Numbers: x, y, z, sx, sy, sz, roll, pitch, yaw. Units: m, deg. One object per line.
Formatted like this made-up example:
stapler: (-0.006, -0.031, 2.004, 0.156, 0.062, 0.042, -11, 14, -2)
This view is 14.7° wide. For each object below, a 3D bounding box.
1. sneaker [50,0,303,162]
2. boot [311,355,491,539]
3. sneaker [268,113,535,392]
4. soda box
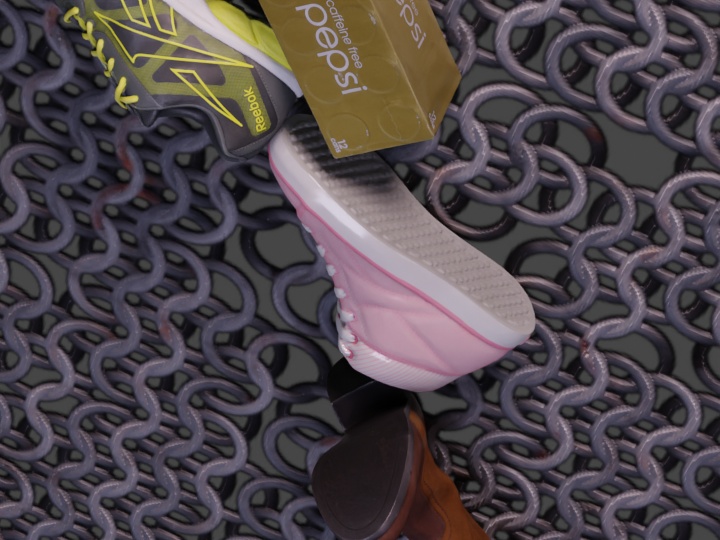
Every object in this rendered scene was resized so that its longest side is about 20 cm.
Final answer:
sneaker: (-0.125, -0.131, 1.587, 0.200, 0.085, 0.074, 27, 173, -4)
boot: (0.040, 0.171, 1.725, 0.068, 0.188, 0.200, -27, 116, 6)
sneaker: (0.000, 0.000, 1.670, 0.200, 0.075, 0.105, 40, 125, -19)
soda box: (-0.015, -0.163, 1.551, 0.068, 0.064, 0.200, -9, 124, 27)
